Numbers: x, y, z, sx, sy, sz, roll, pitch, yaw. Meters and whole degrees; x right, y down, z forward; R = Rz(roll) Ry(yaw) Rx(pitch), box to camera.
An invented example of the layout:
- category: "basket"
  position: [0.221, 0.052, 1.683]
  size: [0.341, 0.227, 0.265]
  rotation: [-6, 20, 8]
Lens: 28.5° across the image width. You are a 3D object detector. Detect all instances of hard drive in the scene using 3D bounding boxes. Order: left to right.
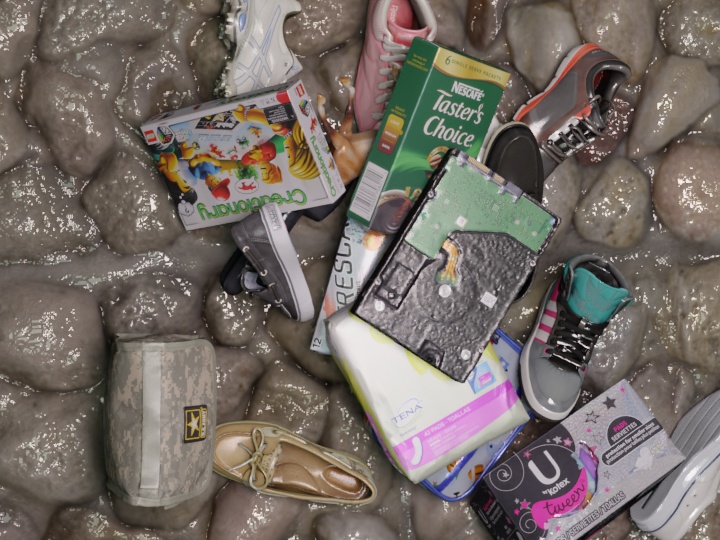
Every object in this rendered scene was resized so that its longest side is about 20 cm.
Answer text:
- category: "hard drive"
  position: [0.098, -0.006, 1.450]
  size: [0.139, 0.038, 0.201]
  rotation: [32, 86, -10]

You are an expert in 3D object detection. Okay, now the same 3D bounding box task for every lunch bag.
- category: "lunch bag"
  position: [-0.208, 0.149, 1.464]
  size: [0.116, 0.200, 0.166]
  rotation: [2, 91, -9]
- category: "lunch bag"
  position: [0.113, 0.147, 1.583]
  size: [0.160, 0.076, 0.200]
  rotation: [41, 86, -11]

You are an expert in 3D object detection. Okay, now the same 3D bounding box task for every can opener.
- category: "can opener"
  position: [-0.085, -0.055, 1.546]
  size: [0.078, 0.063, 0.200]
  rotation: [40, 85, -9]

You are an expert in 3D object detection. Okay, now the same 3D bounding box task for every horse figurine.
- category: "horse figurine"
  position: [0.018, -0.146, 1.495]
  size: [0.198, 0.050, 0.134]
  rotation: [-18, 126, -24]

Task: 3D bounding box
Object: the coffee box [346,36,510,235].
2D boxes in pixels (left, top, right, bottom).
- category: "coffee box"
  position: [0.071, -0.132, 1.473]
  size: [0.122, 0.044, 0.202]
  rotation: [12, 103, -45]

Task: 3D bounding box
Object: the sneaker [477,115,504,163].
- category: "sneaker"
  position: [0.122, -0.131, 1.573]
  size: [0.088, 0.074, 0.202]
  rotation: [-4, 93, -8]

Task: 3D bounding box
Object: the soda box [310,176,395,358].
- category: "soda box"
  position: [0.000, 0.000, 1.557]
  size: [0.063, 0.068, 0.202]
  rotation: [16, 89, -1]

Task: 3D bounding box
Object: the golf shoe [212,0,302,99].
- category: "golf shoe"
  position: [-0.109, -0.209, 1.534]
  size: [0.096, 0.078, 0.202]
  rotation: [7, 92, -16]

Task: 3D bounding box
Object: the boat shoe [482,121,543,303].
- category: "boat shoe"
  position: [0.169, -0.061, 1.550]
  size: [0.073, 0.063, 0.203]
  rotation: [-3, 117, -12]

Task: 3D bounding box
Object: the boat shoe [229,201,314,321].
- category: "boat shoe"
  position: [-0.096, 0.001, 1.493]
  size: [0.066, 0.200, 0.070]
  rotation: [-20, 63, -3]

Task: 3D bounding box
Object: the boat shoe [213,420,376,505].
- category: "boat shoe"
  position: [-0.077, 0.213, 1.557]
  size: [0.198, 0.063, 0.074]
  rotation: [13, 91, -9]

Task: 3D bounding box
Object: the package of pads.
- category: "package of pads"
  position: [0.065, 0.106, 1.500]
  size: [0.154, 0.068, 0.201]
  rotation: [-28, 94, -7]

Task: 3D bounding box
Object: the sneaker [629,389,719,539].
- category: "sneaker"
  position: [0.392, 0.226, 1.643]
  size: [0.071, 0.073, 0.200]
  rotation: [39, 89, -28]

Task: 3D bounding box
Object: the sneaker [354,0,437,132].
- category: "sneaker"
  position: [0.038, -0.219, 1.541]
  size: [0.075, 0.105, 0.202]
  rotation: [2, 93, -11]

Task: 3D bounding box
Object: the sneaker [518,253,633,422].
- category: "sneaker"
  position: [0.238, 0.058, 1.529]
  size: [0.083, 0.121, 0.201]
  rotation: [23, 51, -6]

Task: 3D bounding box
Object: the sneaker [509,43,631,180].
- category: "sneaker"
  position: [0.229, -0.164, 1.575]
  size: [0.077, 0.082, 0.201]
  rotation: [35, 85, -42]

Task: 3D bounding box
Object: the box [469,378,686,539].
- category: "box"
  position: [0.233, 0.229, 1.551]
  size: [0.199, 0.132, 0.115]
  rotation: [-33, 73, -15]

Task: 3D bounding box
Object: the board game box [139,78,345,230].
- category: "board game box"
  position: [-0.124, -0.117, 1.476]
  size: [0.199, 0.035, 0.127]
  rotation: [-9, 114, 34]
